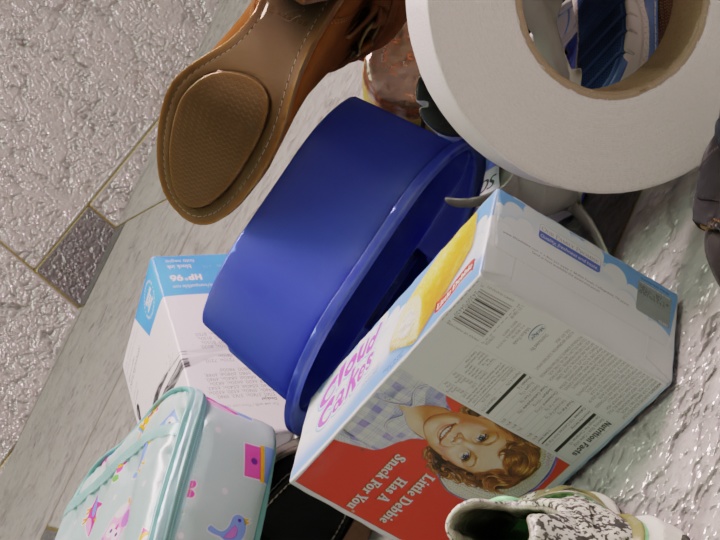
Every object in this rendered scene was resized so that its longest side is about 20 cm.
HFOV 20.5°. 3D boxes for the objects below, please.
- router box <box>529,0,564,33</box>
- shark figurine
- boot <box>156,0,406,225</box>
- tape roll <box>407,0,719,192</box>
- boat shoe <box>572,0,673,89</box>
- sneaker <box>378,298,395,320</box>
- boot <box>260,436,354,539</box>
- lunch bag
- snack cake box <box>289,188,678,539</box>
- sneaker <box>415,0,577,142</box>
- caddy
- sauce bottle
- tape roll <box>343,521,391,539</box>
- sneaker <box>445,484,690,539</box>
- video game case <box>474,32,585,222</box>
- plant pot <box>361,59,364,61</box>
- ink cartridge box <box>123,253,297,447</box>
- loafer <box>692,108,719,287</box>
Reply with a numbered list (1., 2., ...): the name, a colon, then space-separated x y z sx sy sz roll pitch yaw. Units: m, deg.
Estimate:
1. router box: 0.074 -0.217 1.058 0.157 0.200 0.052 -42 55 5
2. shark figurine: 0.084 -0.070 1.083 0.215 0.089 0.129 81 171 -60
3. boot: -0.035 -0.126 1.141 0.155 0.076 0.202 -24 -43 -61
4. tape roll: 0.121 -0.141 1.000 0.204 0.202 0.037 -62 18 -2
5. boat shoe: 0.167 -0.153 1.152 0.072 0.072 0.201 -41 30 48
6. sneaker: 0.003 0.010 1.264 0.070 0.075 0.202 112 179 -76
7. boot: -0.058 0.207 1.149 0.204 0.073 0.154 -53 21 33
8. lunch bag: -0.126 0.162 1.156 0.200 0.077 0.162 -39 33 51
9. snack cake box: 0.061 0.064 1.035 0.200 0.114 0.068 -49 18 41
10. sneaker: 0.103 -0.156 1.239 0.200 0.075 0.087 -52 -14 -9
11. caddy: 0.000 0.000 1.158 0.201 0.105 0.141 -56 -16 -7
12. sauce bottle: 0.032 -0.103 1.345 0.200 0.066 0.066 95 -161 -73
13. tape roll: 0.001 0.176 1.207 0.204 0.037 0.203 -57 15 24
14. sneaker: 0.077 0.122 0.915 0.077 0.088 0.200 -65 13 -11
15. video game case: 0.117 -0.110 1.317 0.181 0.045 0.201 -30 34 64
16. plant pot: 0.037 -0.253 1.599 0.201 0.182 0.201 -55 15 23
17. ink cartridge box: -0.099 0.100 1.320 0.117 0.067 0.201 109 150 -42
18. loafer: 0.182 -0.016 0.860 0.200 0.072 0.073 -72 5 -71
